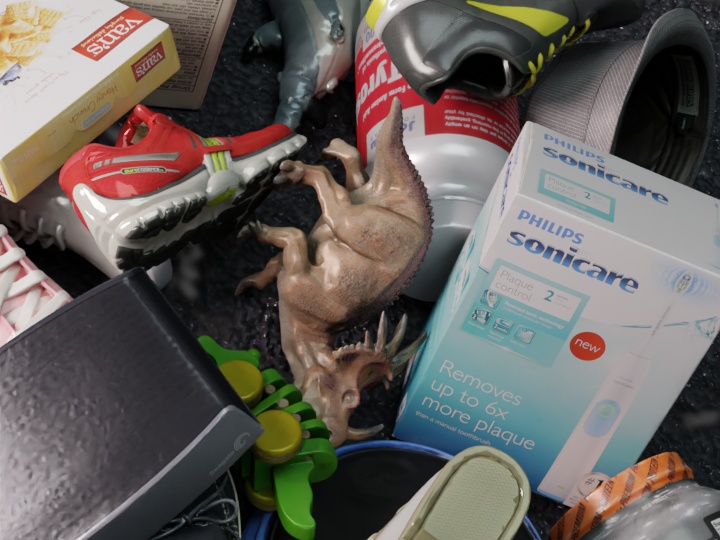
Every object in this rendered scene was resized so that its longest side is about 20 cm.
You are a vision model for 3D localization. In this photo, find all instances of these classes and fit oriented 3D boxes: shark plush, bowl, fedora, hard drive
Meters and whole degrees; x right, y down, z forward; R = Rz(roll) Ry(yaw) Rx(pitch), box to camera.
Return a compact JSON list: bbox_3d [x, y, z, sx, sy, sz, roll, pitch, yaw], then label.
[{"bbox_3d":[-0.044,-0.157,1.253,0.082,0.091,0.202,2,69,9],"label":"shark plush"},{"bbox_3d":[0.025,0.189,1.026,0.199,0.039,0.202,10,54,-14],"label":"bowl"},{"bbox_3d":[0.171,-0.101,1.223,0.090,0.179,0.199,18,23,28],"label":"fedora"},{"bbox_3d":[-0.166,0.097,0.946,0.199,0.042,0.135,-37,72,-7],"label":"hard drive"}]

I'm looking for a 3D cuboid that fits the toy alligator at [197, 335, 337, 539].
[{"bbox_3d":[-0.066,0.072,1.027,0.054,0.060,0.200,-23,54,-25],"label":"toy alligator"}]

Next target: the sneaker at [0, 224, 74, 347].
[{"bbox_3d":[-0.224,-0.001,1.006,0.199,0.105,0.075,32,53,16],"label":"sneaker"}]

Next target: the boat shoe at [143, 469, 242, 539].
[{"bbox_3d":[-0.097,0.153,0.972,0.074,0.062,0.202,-8,68,-13],"label":"boat shoe"}]

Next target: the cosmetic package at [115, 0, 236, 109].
[{"bbox_3d":[-0.132,-0.204,1.143,0.102,0.201,0.088,5,53,-19],"label":"cosmetic package"}]

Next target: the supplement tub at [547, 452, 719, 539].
[{"bbox_3d":[0.200,0.214,1.022,0.122,0.123,0.201,-18,63,-30],"label":"supplement tub"}]

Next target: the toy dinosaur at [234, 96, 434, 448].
[{"bbox_3d":[0.000,0.000,1.077,0.135,0.201,0.086,35,7,12],"label":"toy dinosaur"}]

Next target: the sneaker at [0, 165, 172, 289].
[{"bbox_3d":[-0.201,-0.043,1.094,0.200,0.073,0.071,40,61,21],"label":"sneaker"}]

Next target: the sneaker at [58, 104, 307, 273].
[{"bbox_3d":[-0.103,-0.067,1.058,0.085,0.077,0.200,48,30,10],"label":"sneaker"}]

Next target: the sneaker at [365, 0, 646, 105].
[{"bbox_3d":[0.101,-0.150,1.141,0.198,0.075,0.085,-10,68,-21],"label":"sneaker"}]

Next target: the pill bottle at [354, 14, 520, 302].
[{"bbox_3d":[0.052,-0.085,1.184,0.111,0.113,0.202,9,53,-15],"label":"pill bottle"}]

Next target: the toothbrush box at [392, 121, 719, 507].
[{"bbox_3d":[0.124,0.032,1.064,0.145,0.201,0.086,22,35,-5],"label":"toothbrush box"}]

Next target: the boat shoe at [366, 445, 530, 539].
[{"bbox_3d":[0.019,0.185,0.958,0.075,0.068,0.200,43,73,6],"label":"boat shoe"}]

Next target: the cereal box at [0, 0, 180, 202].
[{"bbox_3d":[-0.228,-0.129,1.080,0.199,0.040,0.144,25,55,32],"label":"cereal box"}]
